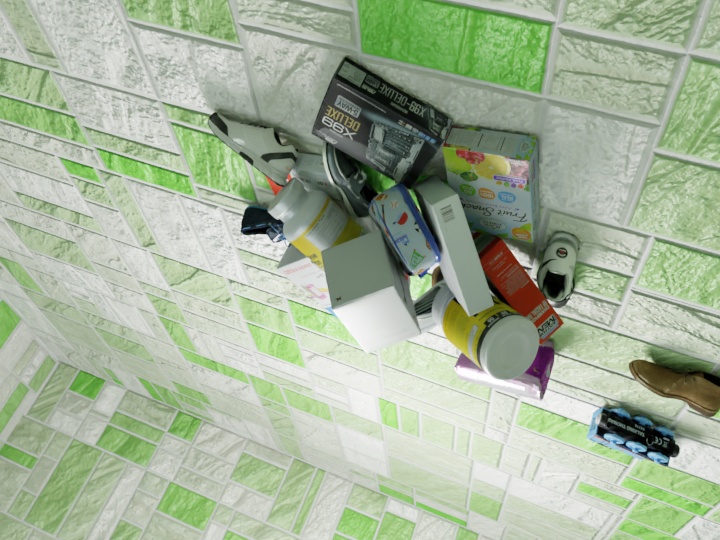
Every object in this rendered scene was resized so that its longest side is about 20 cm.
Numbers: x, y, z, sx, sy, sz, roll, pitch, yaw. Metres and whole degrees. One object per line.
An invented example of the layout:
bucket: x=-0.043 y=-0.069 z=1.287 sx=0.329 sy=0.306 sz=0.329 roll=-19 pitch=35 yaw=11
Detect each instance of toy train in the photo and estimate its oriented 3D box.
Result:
toy train: x=0.620 y=0.378 z=1.655 sx=0.196 sy=0.088 sz=0.115 roll=22 pitch=161 yaw=4

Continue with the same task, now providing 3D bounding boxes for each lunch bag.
lunch bag: x=0.079 y=-0.063 z=1.259 sx=0.162 sy=0.075 sz=0.200 roll=59 pitch=-179 yaw=1

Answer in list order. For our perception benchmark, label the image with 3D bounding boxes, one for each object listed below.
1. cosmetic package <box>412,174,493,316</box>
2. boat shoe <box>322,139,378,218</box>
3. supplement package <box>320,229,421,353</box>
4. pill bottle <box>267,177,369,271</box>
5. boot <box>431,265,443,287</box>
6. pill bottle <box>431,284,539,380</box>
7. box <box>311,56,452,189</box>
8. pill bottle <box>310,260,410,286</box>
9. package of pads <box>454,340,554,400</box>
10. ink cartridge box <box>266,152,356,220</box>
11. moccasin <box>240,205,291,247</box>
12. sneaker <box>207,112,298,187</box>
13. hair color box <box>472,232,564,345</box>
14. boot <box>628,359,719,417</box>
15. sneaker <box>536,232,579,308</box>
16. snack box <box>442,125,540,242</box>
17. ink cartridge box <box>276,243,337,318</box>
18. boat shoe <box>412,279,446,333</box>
cosmetic package: x=0.153 y=-0.046 z=1.220 sx=0.151 sy=0.051 sz=0.203 roll=-120 pitch=8 yaw=-69
boat shoe: x=-0.012 y=-0.169 z=1.305 sx=0.060 sy=0.074 sz=0.201 roll=-4 pitch=144 yaw=21
supplement package: x=0.022 y=0.042 z=1.283 sx=0.115 sy=0.119 sz=0.201 roll=-19 pitch=148 yaw=10
pill bottle: x=-0.073 y=-0.076 z=1.351 sx=0.199 sy=0.113 sz=0.111 roll=41 pitch=149 yaw=-17
boot: x=0.163 y=0.056 z=1.509 sx=0.075 sy=0.074 sz=0.202 roll=30 pitch=154 yaw=34
pill bottle: x=0.211 y=0.098 z=1.273 sx=0.114 sy=0.115 sz=0.200 roll=45 pitch=177 yaw=-31
box: x=0.030 y=-0.233 z=1.174 sx=0.197 sy=0.050 sz=0.158 roll=29 pitch=152 yaw=-5
pill bottle: x=0.000 y=0.000 z=1.504 sx=0.199 sy=0.116 sz=0.113 roll=37 pitch=150 yaw=-24
package of pads: x=0.311 y=0.196 z=1.568 sx=0.196 sy=0.122 sz=0.076 roll=12 pitch=149 yaw=25
ink cartridge box: x=-0.113 y=-0.159 z=1.418 sx=0.196 sy=0.058 sz=0.164 roll=8 pitch=147 yaw=22
moccasin: x=-0.172 y=-0.087 z=1.551 sx=0.197 sy=0.069 sz=0.080 roll=8 pitch=160 yaw=37
sneaker: x=-0.196 y=-0.239 z=1.347 sx=0.198 sy=0.081 sz=0.074 roll=36 pitch=-176 yaw=12
hair color box: x=0.268 y=0.027 z=1.301 sx=0.201 sy=0.064 sz=0.111 roll=49 pitch=-179 yaw=-17
boot: x=0.619 y=0.209 z=1.408 sx=0.196 sy=0.074 sz=0.076 roll=22 pitch=133 yaw=-1
sneaker: x=0.344 y=0.025 z=1.299 sx=0.073 sy=0.090 sz=0.201 roll=13 pitch=150 yaw=20
snack box: x=0.215 y=-0.136 z=1.174 sx=0.139 sy=0.054 sz=0.201 roll=15 pitch=150 yaw=24
ink cartridge box: x=-0.068 y=0.009 z=1.615 sx=0.199 sy=0.086 sz=0.143 roll=41 pitch=149 yaw=-22
boat shoe: x=0.172 y=0.051 z=1.385 sx=0.074 sy=0.198 sz=0.067 roll=51 pitch=175 yaw=30
